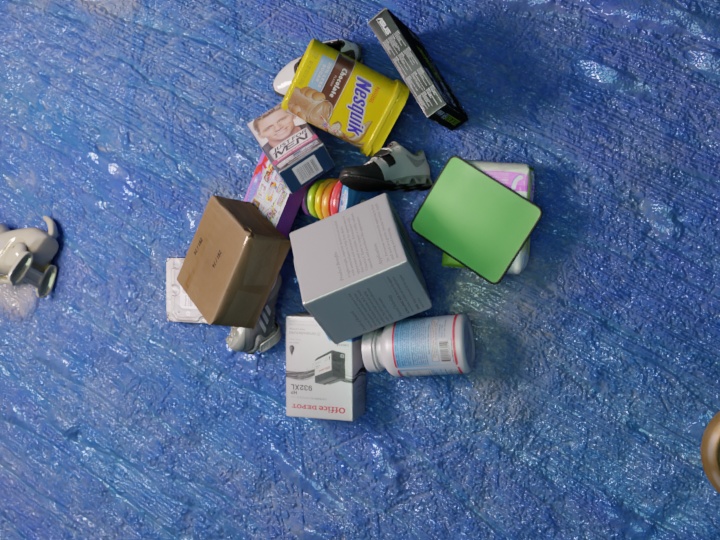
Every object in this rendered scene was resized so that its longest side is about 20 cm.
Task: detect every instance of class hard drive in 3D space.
[{"bbox_3d":[-0.320,0.043,1.575,0.198,0.038,0.141,3,93,20],"label":"hard drive"}]

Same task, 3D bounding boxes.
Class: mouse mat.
[{"bbox_3d":[0.204,-0.091,1.330,0.199,0.008,0.162,35,104,17],"label":"mouse mat"}]

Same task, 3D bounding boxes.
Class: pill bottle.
[{"bbox_3d":[0.108,0.143,1.392,0.198,0.109,0.110,-6,91,19],"label":"pill bottle"}]

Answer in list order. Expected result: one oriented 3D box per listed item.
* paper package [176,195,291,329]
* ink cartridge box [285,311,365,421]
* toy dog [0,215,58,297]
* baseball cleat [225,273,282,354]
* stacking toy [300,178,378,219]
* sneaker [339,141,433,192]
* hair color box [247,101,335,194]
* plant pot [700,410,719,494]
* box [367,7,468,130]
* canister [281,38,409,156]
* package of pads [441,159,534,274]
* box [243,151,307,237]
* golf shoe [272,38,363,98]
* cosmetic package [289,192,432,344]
[{"bbox_3d":[-0.246,-0.017,1.425,0.191,0.103,0.201,43,114,44],"label":"paper package"},{"bbox_3d":[-0.069,0.188,1.469,0.144,0.084,0.202,1,93,18],"label":"ink cartridge box"},{"bbox_3d":[-0.805,-0.051,1.691,0.199,0.139,0.195,16,85,18],"label":"toy dog"},{"bbox_3d":[-0.192,0.087,1.502,0.200,0.106,0.070,-53,34,24],"label":"baseball cleat"},{"bbox_3d":[-0.074,-0.140,1.458,0.199,0.109,0.117,12,95,33],"label":"stacking toy"},{"bbox_3d":[0.043,-0.193,1.371,0.074,0.199,0.089,-14,82,54],"label":"sneaker"},{"bbox_3d":[-0.136,-0.241,1.416,0.100,0.061,0.200,-33,44,-2],"label":"hair color box"},{"bbox_3d":[0.680,0.313,1.244,0.198,0.027,0.202,1,93,18],"label":"plant pot"},{"bbox_3d":[0.108,-0.352,1.322,0.047,0.193,0.201,-33,81,17],"label":"box"},{"bbox_3d":[-0.030,-0.320,1.379,0.199,0.087,0.149,25,112,-13],"label":"canister"},{"bbox_3d":[0.237,-0.098,1.357,0.153,0.068,0.202,7,96,20],"label":"package of pads"},{"bbox_3d":[-0.184,-0.120,1.482,0.137,0.039,0.201,38,110,43],"label":"box"},{"bbox_3d":[-0.095,-0.402,1.441,0.199,0.094,0.078,-21,79,19],"label":"golf shoe"},{"bbox_3d":[0.000,0.000,1.349,0.199,0.165,0.166,-21,53,10],"label":"cosmetic package"}]
